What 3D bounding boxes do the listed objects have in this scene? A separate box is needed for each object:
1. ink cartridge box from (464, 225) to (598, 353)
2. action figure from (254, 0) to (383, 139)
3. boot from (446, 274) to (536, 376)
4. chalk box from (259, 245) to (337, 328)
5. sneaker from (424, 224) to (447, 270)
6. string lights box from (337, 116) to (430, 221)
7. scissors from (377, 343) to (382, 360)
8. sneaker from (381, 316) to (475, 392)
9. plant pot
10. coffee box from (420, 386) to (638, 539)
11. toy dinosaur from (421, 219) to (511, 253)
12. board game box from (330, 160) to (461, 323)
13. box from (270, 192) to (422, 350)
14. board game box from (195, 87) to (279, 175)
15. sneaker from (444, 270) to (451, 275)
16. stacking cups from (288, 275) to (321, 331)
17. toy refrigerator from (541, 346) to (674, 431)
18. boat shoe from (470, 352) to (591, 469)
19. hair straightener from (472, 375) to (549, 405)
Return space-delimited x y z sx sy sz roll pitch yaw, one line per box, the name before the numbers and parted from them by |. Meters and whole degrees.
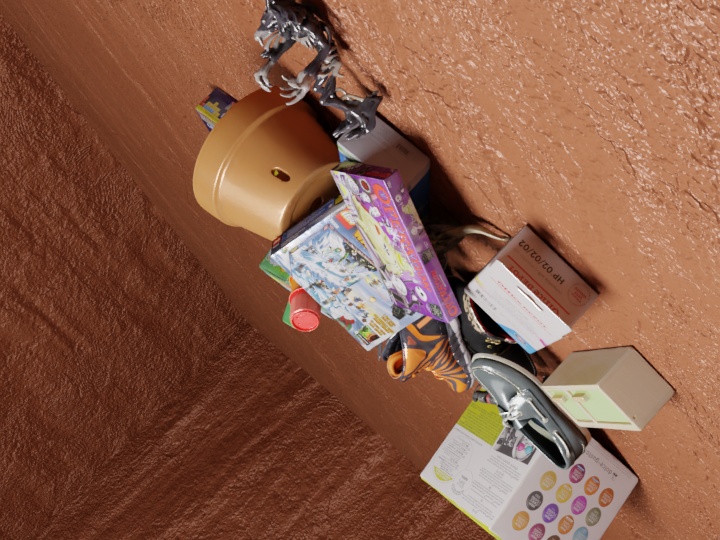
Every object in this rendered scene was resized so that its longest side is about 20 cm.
ink cartridge box | 0.195 0.022 1.324 0.115 0.068 0.200 44 169 3
action figure | -0.063 -0.228 1.289 0.200 0.102 0.119 49 180 -25
boot | 0.187 0.086 1.588 0.200 0.073 0.151 52 168 -6
chalk box | -0.061 -0.008 1.756 0.124 0.201 0.125 37 173 -27
sneaker | 0.059 -0.041 1.619 0.200 0.080 0.095 32 -178 43
string lights box | 0.033 -0.111 1.460 0.103 0.059 0.200 40 168 14
scissors | 0.027 0.026 1.702 0.073 0.201 0.014 18 -171 32
sneaker | 0.089 0.122 1.618 0.078 0.112 0.201 44 165 43
plant pot | -0.102 -0.124 1.547 0.140 0.200 0.200 38 167 26
coffee box | 0.251 0.314 1.754 0.199 0.198 0.200 40 173 -31
toy dinosaur | 0.099 -0.040 1.434 0.200 0.088 0.048 -169 64 -69
board game box | 0.042 -0.035 1.384 0.120 0.032 0.201 12 134 54
box | 0.000 0.000 1.499 0.200 0.137 0.040 46 -155 -27
board game box | -0.166 -0.191 1.908 0.200 0.057 0.166 38 165 35
sneaker | 0.079 0.018 1.731 0.091 0.076 0.200 49 168 9
stacking cups | -0.067 -0.003 1.587 0.061 0.060 0.201 54 -158 -38
toy refrigerator | 0.293 0.146 1.410 0.076 0.070 0.200 45 169 -3
boat shoe | 0.222 0.189 1.566 0.200 0.062 0.073 40 150 -6
hair straightener | 0.245 0.183 1.671 0.199 0.077 0.041 0 111 44
